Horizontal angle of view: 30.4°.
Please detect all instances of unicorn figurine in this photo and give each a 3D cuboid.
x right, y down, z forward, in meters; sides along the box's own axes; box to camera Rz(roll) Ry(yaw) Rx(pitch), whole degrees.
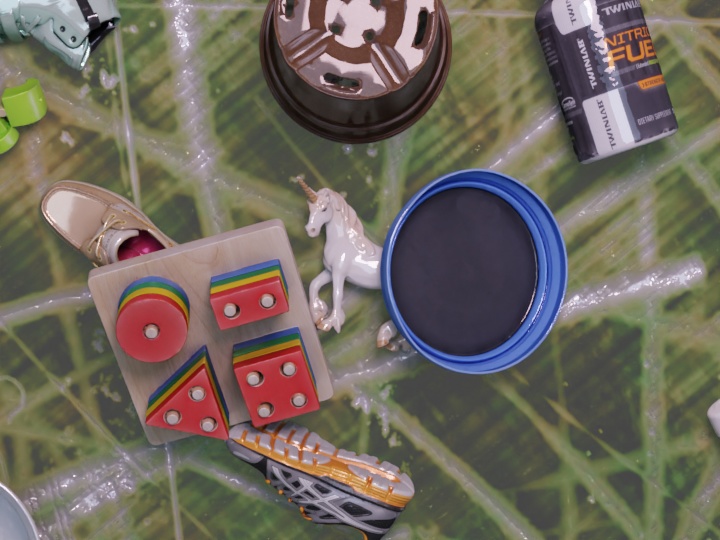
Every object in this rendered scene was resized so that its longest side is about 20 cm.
[{"bbox_3d":[0.000,0.000,1.336,0.198,0.074,0.139,17,91,-17],"label":"unicorn figurine"}]

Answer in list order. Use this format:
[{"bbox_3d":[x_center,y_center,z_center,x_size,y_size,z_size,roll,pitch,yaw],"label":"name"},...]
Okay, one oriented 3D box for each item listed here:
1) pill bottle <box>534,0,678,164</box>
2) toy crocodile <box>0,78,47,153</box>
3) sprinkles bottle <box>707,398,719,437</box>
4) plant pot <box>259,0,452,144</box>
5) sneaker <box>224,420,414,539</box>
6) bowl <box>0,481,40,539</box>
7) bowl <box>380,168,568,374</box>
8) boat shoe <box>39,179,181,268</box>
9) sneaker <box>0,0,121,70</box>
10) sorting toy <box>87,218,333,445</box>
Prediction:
[{"bbox_3d":[0.235,-0.215,1.308,0.105,0.106,0.202,-19,92,0],"label":"pill bottle"},{"bbox_3d":[-0.410,-0.140,1.329,0.198,0.062,0.068,-25,127,5],"label":"toy crocodile"},{"bbox_3d":[0.427,0.216,1.339,0.068,0.068,0.201,-29,92,0],"label":"sprinkles bottle"},{"bbox_3d":[-0.003,-0.227,1.260,0.198,0.198,0.203,0,92,-1],"label":"plant pot"},{"bbox_3d":[-0.049,0.213,1.335,0.198,0.078,0.078,23,109,5],"label":"sneaker"},{"bbox_3d":[-0.408,0.285,1.324,0.199,0.090,0.204,0,91,-1],"label":"bowl"},{"bbox_3d":[0.111,0.001,1.316,0.198,0.039,0.203,0,90,-21],"label":"bowl"},{"bbox_3d":[-0.236,-0.027,1.327,0.199,0.069,0.074,31,91,-1],"label":"boat shoe"},{"bbox_3d":[-0.336,-0.238,1.316,0.199,0.074,0.119,-32,85,-2],"label":"sneaker"},{"bbox_3d":[-0.143,0.076,1.288,0.197,0.070,0.202,-15,117,2],"label":"sorting toy"}]
